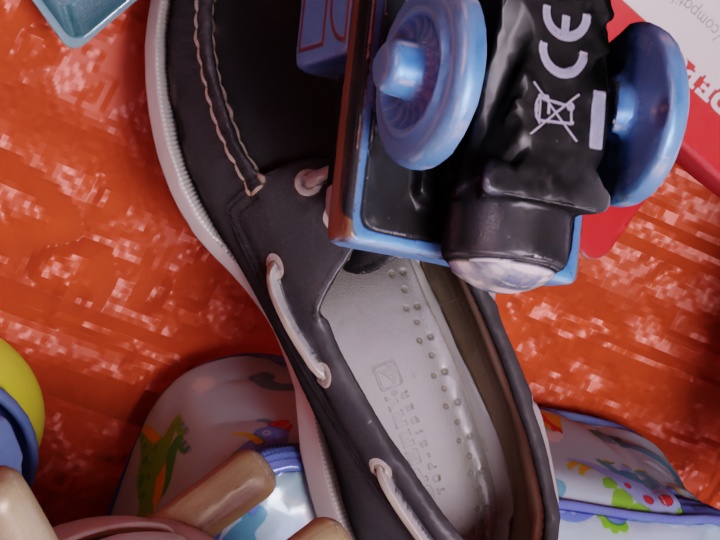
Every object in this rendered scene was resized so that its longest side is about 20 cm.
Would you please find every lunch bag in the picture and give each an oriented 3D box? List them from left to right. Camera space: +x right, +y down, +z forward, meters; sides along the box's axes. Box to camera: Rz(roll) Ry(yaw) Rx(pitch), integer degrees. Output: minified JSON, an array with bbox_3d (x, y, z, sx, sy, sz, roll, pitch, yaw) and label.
[{"bbox_3d":[0.012,0.119,0.925,0.199,0.082,0.161,12,110,-30],"label":"lunch bag"}]

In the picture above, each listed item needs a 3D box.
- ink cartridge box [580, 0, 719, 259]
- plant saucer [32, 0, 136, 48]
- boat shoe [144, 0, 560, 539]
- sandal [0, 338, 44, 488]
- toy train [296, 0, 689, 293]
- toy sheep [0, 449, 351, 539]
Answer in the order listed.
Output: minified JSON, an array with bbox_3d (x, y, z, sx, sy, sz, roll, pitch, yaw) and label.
[{"bbox_3d":[0.112,-0.095,0.876,0.116,0.067,0.200,36,94,-35],"label":"ink cartridge box"},{"bbox_3d":[-0.023,-0.149,0.814,0.200,0.019,0.070,-39,125,-4],"label":"plant saucer"},{"bbox_3d":[0.000,0.000,0.824,0.074,0.060,0.201,-17,90,-30],"label":"boat shoe"},{"bbox_3d":[-0.164,0.036,0.792,0.199,0.087,0.080,14,108,-30],"label":"sandal"},{"bbox_3d":[0.032,-0.092,0.756,0.086,0.114,0.201,9,82,-26],"label":"toy train"},{"bbox_3d":[-0.051,0.126,0.789,0.138,0.138,0.201,-33,116,-9],"label":"toy sheep"}]
